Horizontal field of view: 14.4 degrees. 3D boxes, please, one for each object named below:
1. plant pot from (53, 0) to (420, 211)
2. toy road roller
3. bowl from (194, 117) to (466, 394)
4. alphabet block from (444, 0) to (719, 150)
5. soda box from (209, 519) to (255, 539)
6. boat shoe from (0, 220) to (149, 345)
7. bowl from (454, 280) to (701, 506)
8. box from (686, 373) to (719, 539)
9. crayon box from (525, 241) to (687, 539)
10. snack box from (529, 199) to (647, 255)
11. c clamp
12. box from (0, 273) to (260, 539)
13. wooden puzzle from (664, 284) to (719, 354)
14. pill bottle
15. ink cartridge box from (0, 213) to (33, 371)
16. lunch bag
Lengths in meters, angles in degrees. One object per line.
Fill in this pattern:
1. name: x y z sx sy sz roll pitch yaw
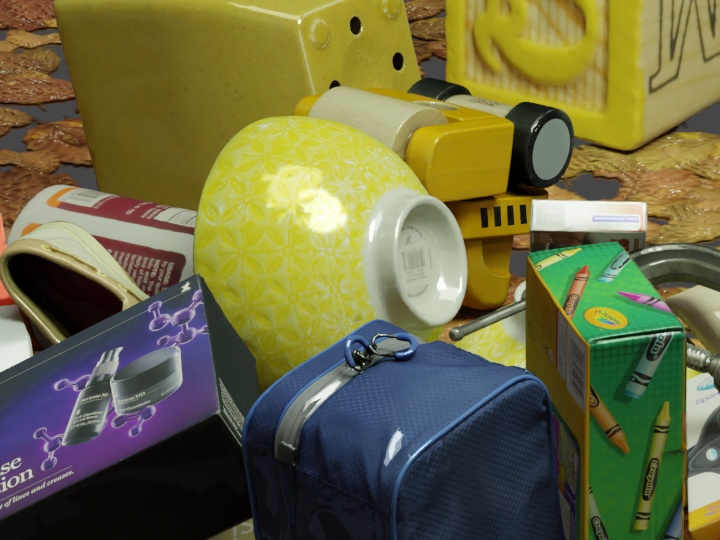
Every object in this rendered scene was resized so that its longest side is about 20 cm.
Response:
1. plant pot: -0.067 -0.135 2.052 0.199 0.195 0.195 -1 18 42
2. toy road roller: 0.047 -0.048 1.947 0.123 0.147 0.200 16 14 38
3. bowl: 0.000 0.000 1.752 0.107 0.201 0.200 -7 17 34
4. alphabet block: 0.200 -0.231 2.323 0.195 0.197 0.200 14 28 34
5. soda box: -0.034 0.127 1.676 0.199 0.068 0.064 -11 27 -22
6. boat shoe: -0.148 0.048 1.785 0.200 0.074 0.066 37 22 16
7. bowl: 0.133 0.063 1.767 0.199 0.108 0.200 -1 24 0
8. box: 0.245 0.089 1.626 0.119 0.042 0.200 -25 23 16
9. crayon box: 0.133 0.100 1.568 0.058 0.201 0.119 -7 25 -11
10. snack box: 0.143 0.006 1.828 0.072 0.200 0.024 0 67 3
11. c clamp: 0.181 0.033 1.670 0.200 0.027 0.171 16 34 39
12. box: -0.155 0.106 1.595 0.199 0.079 0.141 -27 30 8
13. wooden puzzle: 0.313 0.056 1.778 0.185 0.037 0.200 -21 58 -38
14. pill bottle: -0.126 0.015 1.873 0.199 0.115 0.114 12 27 26
15. ink cartridge box: -0.290 0.040 1.793 0.159 0.047 0.201 -6 57 -11
16. lunch bag: 0.016 0.124 1.519 0.132 0.201 0.136 17 34 39
